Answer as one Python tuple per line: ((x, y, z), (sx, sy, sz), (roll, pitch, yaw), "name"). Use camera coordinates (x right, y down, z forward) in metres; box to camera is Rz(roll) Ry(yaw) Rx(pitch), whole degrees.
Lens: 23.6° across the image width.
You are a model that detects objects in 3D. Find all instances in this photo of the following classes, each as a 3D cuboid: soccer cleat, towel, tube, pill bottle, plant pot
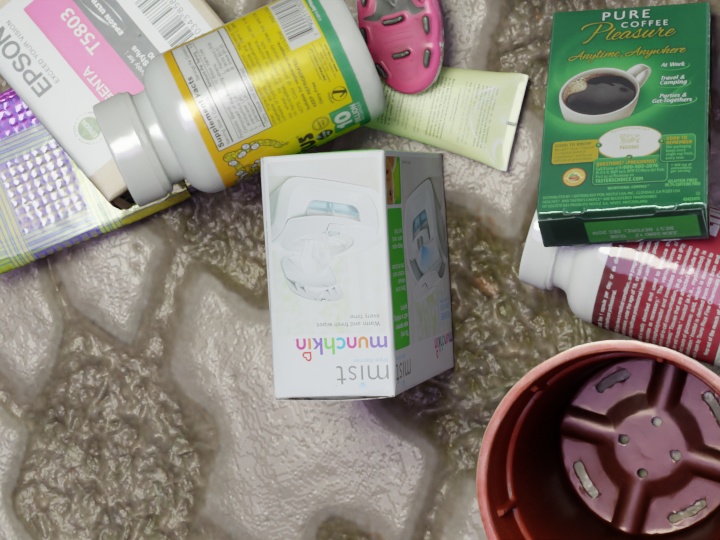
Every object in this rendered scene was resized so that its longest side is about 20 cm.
((0.026, -0.236, 1.334), (0.070, 0.086, 0.200), (-18, 94, 26), "soccer cleat")
((-0.245, -0.092, 1.425), (0.200, 0.023, 0.144), (-24, 88, 2), "towel")
((0.027, -0.136, 1.361), (0.200, 0.052, 0.058), (13, 137, 11), "tube")
((0.225, -0.001, 1.278), (0.200, 0.113, 0.113), (19, 98, 13), "pill bottle")
((-0.091, -0.126, 1.284), (0.200, 0.113, 0.113), (-25, 86, -3), "pill bottle")
((0.201, 0.141, 1.250), (0.201, 0.195, 0.201), (1, 93, 16), "plant pot")

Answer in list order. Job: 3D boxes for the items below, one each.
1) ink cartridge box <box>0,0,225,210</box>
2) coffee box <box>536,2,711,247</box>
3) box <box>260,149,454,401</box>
((-0.196, -0.175, 1.378), (0.165, 0.075, 0.200), (-41, 88, -1), "ink cartridge box")
((0.196, -0.109, 1.259), (0.123, 0.044, 0.200), (-3, 53, 15), "coffee box")
((0.000, 0.000, 1.294), (0.097, 0.200, 0.177), (-3, 91, 15), "box")
